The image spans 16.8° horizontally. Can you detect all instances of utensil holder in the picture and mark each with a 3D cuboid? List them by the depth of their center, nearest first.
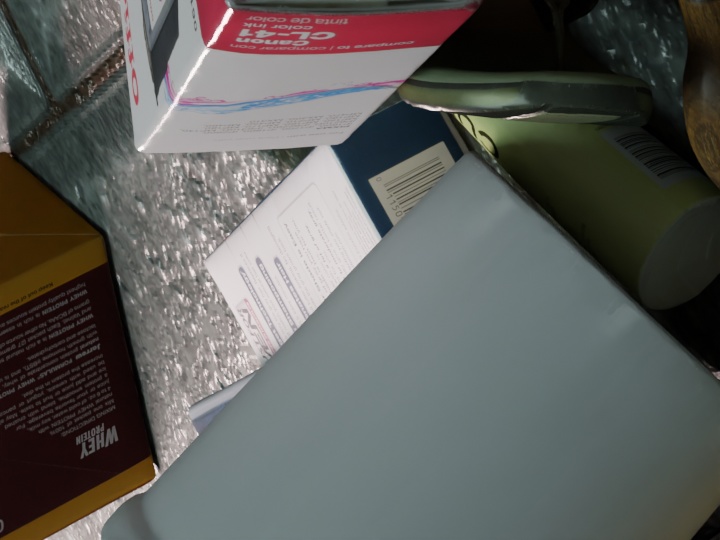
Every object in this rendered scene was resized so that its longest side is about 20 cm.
[{"bbox_3d":[0.031,0.081,0.905,0.170,0.200,0.170,43,-176,-4],"label":"utensil holder"}]

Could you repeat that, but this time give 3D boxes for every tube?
[{"bbox_3d":[0.063,-0.061,0.940,0.200,0.052,0.058,45,151,34],"label":"tube"}]

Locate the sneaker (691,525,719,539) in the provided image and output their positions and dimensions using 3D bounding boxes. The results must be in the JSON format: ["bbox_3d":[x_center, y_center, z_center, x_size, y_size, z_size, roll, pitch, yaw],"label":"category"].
[{"bbox_3d":[0.129,0.135,0.983,0.098,0.071,0.201,52,155,18],"label":"sneaker"}]

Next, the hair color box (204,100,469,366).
[{"bbox_3d":[0.000,0.000,1.119,0.100,0.060,0.200,61,156,4],"label":"hair color box"}]

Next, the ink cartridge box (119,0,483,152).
[{"bbox_3d":[-0.029,-0.130,0.808,0.200,0.085,0.149,145,120,-72],"label":"ink cartridge box"}]

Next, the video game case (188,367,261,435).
[{"bbox_3d":[-0.007,0.127,1.134,0.183,0.023,0.200,64,156,2],"label":"video game case"}]

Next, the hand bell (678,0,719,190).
[{"bbox_3d":[0.112,-0.092,0.795,0.104,0.104,0.201,40,159,41],"label":"hand bell"}]

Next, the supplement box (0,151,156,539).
[{"bbox_3d":[-0.260,0.071,1.552,0.133,0.197,0.201,37,146,45],"label":"supplement box"}]

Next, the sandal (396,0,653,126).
[{"bbox_3d":[0.047,-0.096,0.858,0.201,0.079,0.058,-116,31,-63],"label":"sandal"}]
